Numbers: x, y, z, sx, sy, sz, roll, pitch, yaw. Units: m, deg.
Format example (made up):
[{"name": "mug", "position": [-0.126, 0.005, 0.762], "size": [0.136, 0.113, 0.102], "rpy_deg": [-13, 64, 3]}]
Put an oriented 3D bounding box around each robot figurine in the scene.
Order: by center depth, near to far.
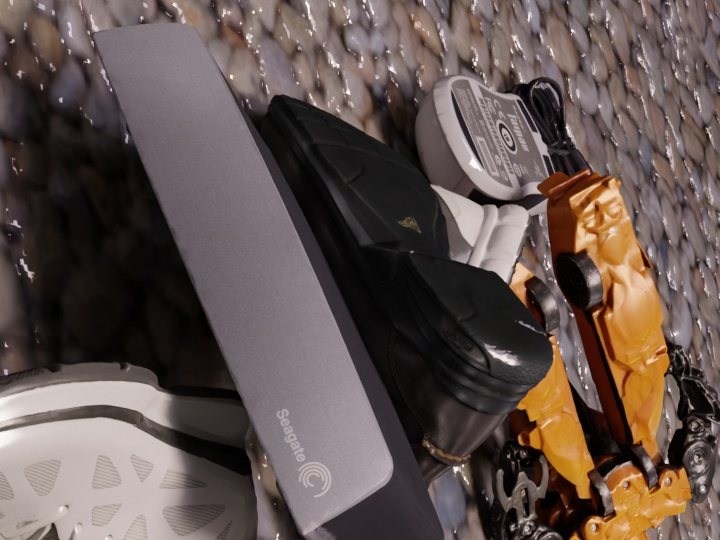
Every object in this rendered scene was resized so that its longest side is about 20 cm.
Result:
[{"name": "robot figurine", "position": [0.109, 0.059, 0.960], "size": [0.144, 0.058, 0.202], "rpy_deg": [-27, 113, -20]}]

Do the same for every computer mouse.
[{"name": "computer mouse", "position": [0.073, -0.062, 1.018], "size": [0.200, 0.044, 0.111], "rpy_deg": [5, 62, -62]}]

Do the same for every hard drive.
[{"name": "hard drive", "position": [-0.030, 0.013, 0.678], "size": [0.201, 0.042, 0.135], "rpy_deg": [65, 2, 25]}]

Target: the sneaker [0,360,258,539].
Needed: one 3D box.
[{"name": "sneaker", "position": [-0.082, 0.095, 0.593], "size": [0.200, 0.075, 0.117], "rpy_deg": [14, 62, -63]}]

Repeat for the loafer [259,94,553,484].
[{"name": "loafer", "position": [0.000, 0.000, 0.777], "size": [0.072, 0.073, 0.200], "rpy_deg": [16, 27, -36]}]

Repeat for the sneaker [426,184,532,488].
[{"name": "sneaker", "position": [0.010, 0.044, 0.830], "size": [0.074, 0.079, 0.201], "rpy_deg": [113, 0, -54]}]
